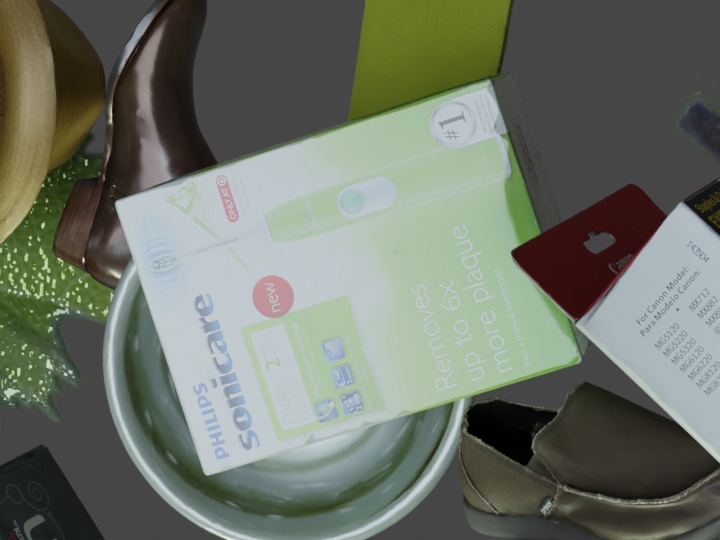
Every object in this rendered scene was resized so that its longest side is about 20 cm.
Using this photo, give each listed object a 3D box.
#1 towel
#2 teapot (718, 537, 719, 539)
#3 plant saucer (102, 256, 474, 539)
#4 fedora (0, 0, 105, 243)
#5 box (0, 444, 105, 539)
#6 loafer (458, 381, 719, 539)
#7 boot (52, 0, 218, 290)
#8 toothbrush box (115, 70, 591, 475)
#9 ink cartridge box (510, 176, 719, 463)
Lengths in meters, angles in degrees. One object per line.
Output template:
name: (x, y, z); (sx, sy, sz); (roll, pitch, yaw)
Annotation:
towel: (0.041, -0.137, 1.358); (0.086, 0.018, 0.200); (26, 129, 22)
teapot: (0.134, 0.216, 1.351); (0.199, 0.146, 0.198); (-2, 104, 8)
plant saucer: (-0.035, 0.047, 1.385); (0.199, 0.050, 0.201); (1, 97, 11)
fedora: (-0.202, -0.103, 1.452); (0.200, 0.082, 0.201); (10, 103, 50)
box: (-0.247, 0.211, 1.542); (0.200, 0.106, 0.122); (-35, 87, 25)
loafer: (0.116, 0.094, 1.284); (0.200, 0.073, 0.071); (-6, 116, 45)
boot: (-0.050, -0.042, 1.428); (0.200, 0.064, 0.187); (26, 110, 13)
toothbrush box: (0.000, 0.000, 1.304); (0.199, 0.086, 0.146); (-17, 94, 13)
ink cartridge box: (0.186, 0.006, 1.252); (0.176, 0.200, 0.084); (43, 114, 9)
